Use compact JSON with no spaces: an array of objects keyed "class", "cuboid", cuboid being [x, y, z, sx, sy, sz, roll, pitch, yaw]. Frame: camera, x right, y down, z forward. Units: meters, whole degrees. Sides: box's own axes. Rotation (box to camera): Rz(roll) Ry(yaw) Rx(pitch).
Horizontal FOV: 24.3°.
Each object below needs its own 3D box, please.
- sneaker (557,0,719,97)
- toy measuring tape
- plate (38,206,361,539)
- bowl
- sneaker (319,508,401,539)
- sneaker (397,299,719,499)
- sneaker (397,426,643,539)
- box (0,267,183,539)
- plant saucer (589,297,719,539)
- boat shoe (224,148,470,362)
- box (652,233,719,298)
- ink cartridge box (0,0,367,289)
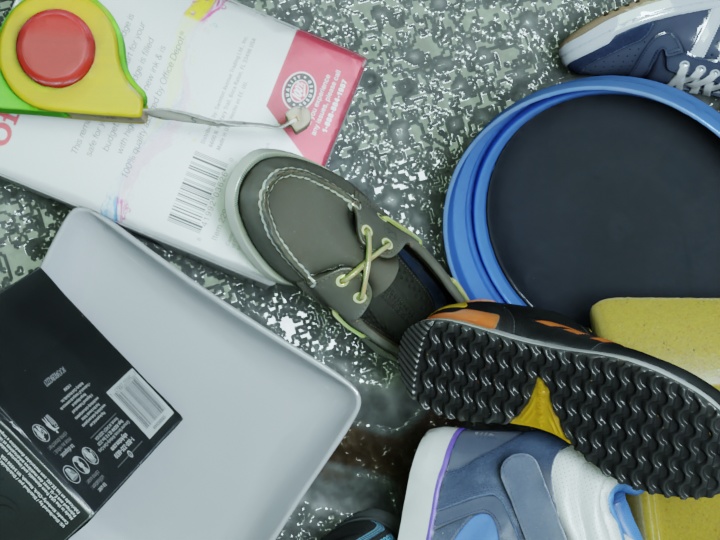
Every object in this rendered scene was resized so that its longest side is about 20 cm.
[{"class":"sneaker","cuboid":[0.227,-0.120,1.027,0.200,0.070,0.109,-14,87,-9]},{"class":"toy measuring tape","cuboid":[-0.125,-0.115,0.911,0.200,0.074,0.074,4,87,-3]},{"class":"plate","cuboid":[-0.123,0.092,0.968,0.199,0.032,0.200,33,109,7]},{"class":"bowl","cuboid":[0.148,-0.019,0.968,0.200,0.039,0.201,11,120,20]},{"class":"sneaker","cuboid":[-0.052,0.217,0.966,0.073,0.082,0.200,42,101,12]},{"class":"sneaker","cuboid":[0.125,0.057,0.909,0.200,0.090,0.070,17,116,21]},{"class":"sneaker","cuboid":[0.093,0.189,0.923,0.146,0.081,0.200,8,89,21]},{"class":"box","cuboid":[-0.222,0.121,0.905,0.200,0.149,0.124,-42,92,19]},{"class":"plant saucer","cuboid":[0.232,0.115,0.948,0.200,0.048,0.200,-1,116,24]},{"class":"boat shoe","cuboid":[0.002,-0.003,0.950,0.202,0.060,0.072,41,75,-43]},{"class":"box","cuboid":[0.299,-0.004,0.988,0.200,0.049,0.161,42,104,0]},{"class":"ink cartridge box","cuboid":[-0.115,-0.092,0.987,0.200,0.086,0.148,23,86,-2]}]
